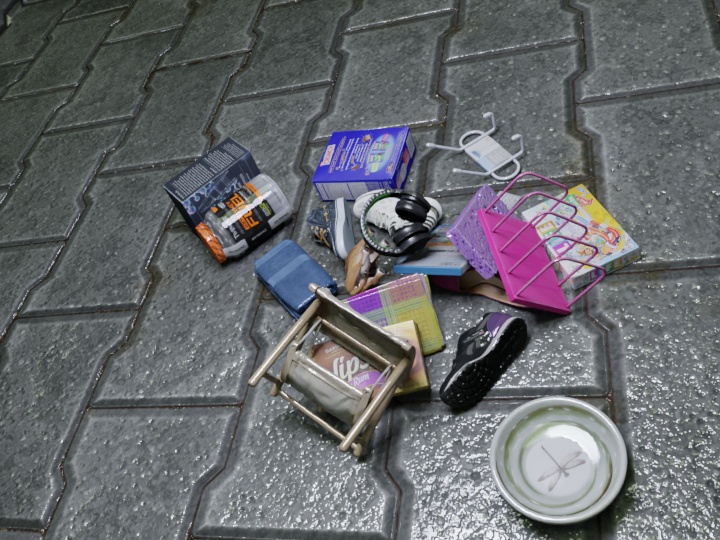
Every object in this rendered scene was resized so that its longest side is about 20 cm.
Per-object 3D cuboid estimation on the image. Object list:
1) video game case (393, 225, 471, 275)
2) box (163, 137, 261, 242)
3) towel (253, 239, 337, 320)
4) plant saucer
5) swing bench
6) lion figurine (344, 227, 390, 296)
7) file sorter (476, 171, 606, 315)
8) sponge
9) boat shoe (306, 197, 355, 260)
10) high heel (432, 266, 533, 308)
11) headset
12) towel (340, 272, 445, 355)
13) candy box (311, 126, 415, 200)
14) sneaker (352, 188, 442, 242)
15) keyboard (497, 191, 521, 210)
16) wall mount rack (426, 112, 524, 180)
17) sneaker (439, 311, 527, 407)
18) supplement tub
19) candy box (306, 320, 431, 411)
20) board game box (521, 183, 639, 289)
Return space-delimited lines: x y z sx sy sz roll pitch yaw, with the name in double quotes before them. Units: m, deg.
"video game case" 0.170 -0.042 1.385 0.141 0.018 0.200 1 26 34
"box" -0.330 -0.184 1.699 0.199 0.149 0.107 -40 46 -15
"towel" -0.136 0.016 1.508 0.111 0.049 0.200 -37 45 -12
"plant saucer" 0.293 0.286 1.080 0.197 0.051 0.202 -11 47 12
"swing bench" -0.038 0.162 1.190 0.197 0.130 0.201 31 81 19
"lion figurine" 0.000 0.000 1.386 0.123 0.072 0.200 -53 4 27
"file sorter" 0.317 -0.050 1.260 0.126 0.137 0.202 -49 41 38
"sponge" 0.233 -0.075 1.342 0.030 0.112 0.200 -39 6 39
"boat shoe" -0.065 -0.077 1.546 0.090 0.071 0.201 -19 33 10
"high heel" 0.227 0.029 1.324 0.197 0.068 0.097 -5 37 14
"headset" 0.097 -0.082 1.353 0.197 0.094 0.126 2 75 -1
"towel" 0.046 0.101 1.317 0.197 0.023 0.146 -19 88 6
"candy box" 0.009 -0.242 1.660 0.197 0.077 0.171 2 52 23
"sneaker" 0.060 -0.108 1.501 0.198 0.077 0.116 6 36 24
"keyboard" 0.246 -0.090 1.469 0.056 0.011 0.200 27 64 38
"wall mount rack" 0.250 -0.261 1.577 0.172 0.075 0.201 -31 44 -6
"sneaker" 0.194 0.151 1.244 0.200 0.076 0.087 -41 32 -21
"supplement tub" -0.262 -0.114 1.626 0.199 0.123 0.122 -38 46 -13
"candy box" 0.014 0.168 1.268 0.197 0.056 0.118 -14 75 9
"board game box" 0.408 -0.067 1.362 0.133 0.034 0.201 -25 45 0
